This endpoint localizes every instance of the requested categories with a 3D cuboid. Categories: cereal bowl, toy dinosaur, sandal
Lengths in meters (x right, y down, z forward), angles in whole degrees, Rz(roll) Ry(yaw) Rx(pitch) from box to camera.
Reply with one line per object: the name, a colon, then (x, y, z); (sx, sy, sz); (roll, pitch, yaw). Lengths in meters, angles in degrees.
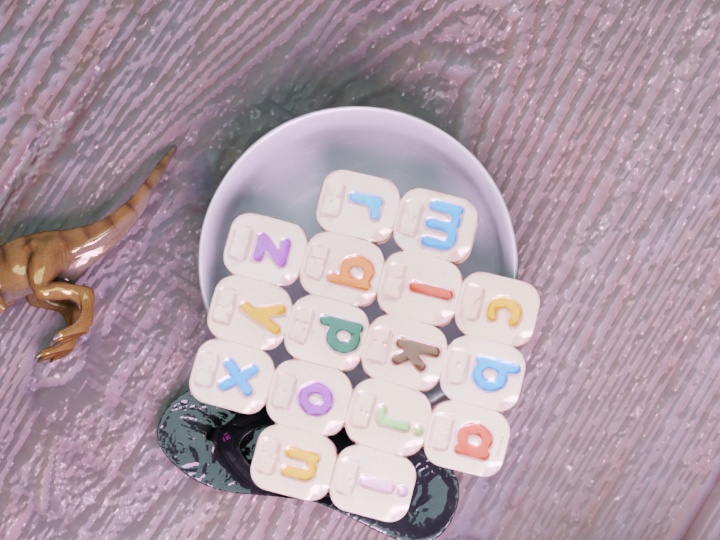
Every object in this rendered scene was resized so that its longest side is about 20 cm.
cereal bowl: (0.000, 0.000, 1.081); (0.199, 0.083, 0.201); (0, 81, 3)
toy dinosaur: (-0.198, -0.003, 1.104); (0.199, 0.060, 0.107); (-22, 78, -1)
sandal: (-0.033, 0.116, 1.080); (0.199, 0.048, 0.076); (15, 81, 5)

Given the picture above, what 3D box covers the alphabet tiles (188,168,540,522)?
alphabet tiles: (0.003, 0.044, 1.024); (0.195, 0.015, 0.201); (13, 81, 5)
